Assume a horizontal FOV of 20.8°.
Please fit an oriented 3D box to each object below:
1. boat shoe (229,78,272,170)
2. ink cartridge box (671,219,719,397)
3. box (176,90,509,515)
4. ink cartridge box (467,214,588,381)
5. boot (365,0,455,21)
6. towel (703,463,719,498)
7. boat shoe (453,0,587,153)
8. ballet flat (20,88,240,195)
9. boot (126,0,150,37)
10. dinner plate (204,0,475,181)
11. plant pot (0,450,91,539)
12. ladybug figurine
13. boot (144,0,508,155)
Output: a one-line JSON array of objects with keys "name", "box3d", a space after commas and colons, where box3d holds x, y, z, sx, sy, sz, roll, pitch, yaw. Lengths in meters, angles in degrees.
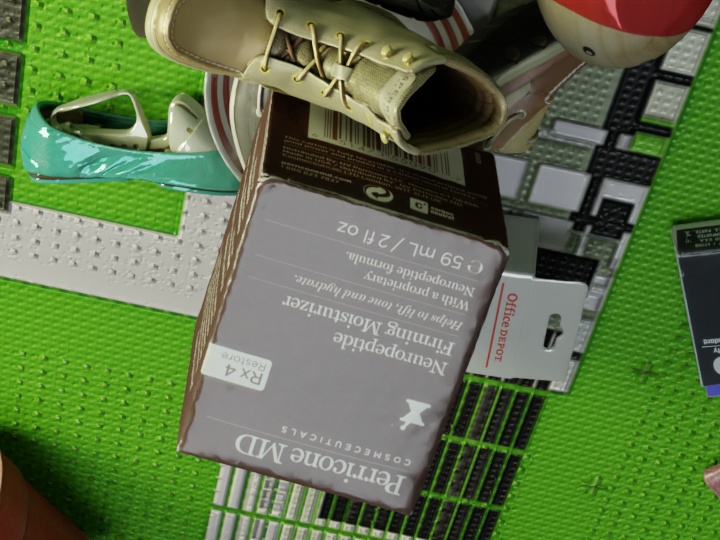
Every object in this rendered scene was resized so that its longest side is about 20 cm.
[{"name": "boat shoe", "box3d": [-0.047, -0.135, 1.321, 0.057, 0.066, 0.202, 23, 122, 45]}, {"name": "ink cartridge box", "box3d": [0.353, 0.035, 1.519, 0.196, 0.044, 0.201, -8, 134, 14]}, {"name": "box", "box3d": [-0.013, 0.017, 1.277, 0.164, 0.165, 0.202, 15, 113, -7]}, {"name": "ink cartridge box", "box3d": [0.072, 0.014, 1.517, 0.198, 0.068, 0.117, 9, 135, 1]}, {"name": "boot", "box3d": [-0.010, -0.250, 1.245, 0.198, 0.132, 0.068, 19, 173, -18]}, {"name": "towel", "box3d": [0.411, 0.175, 1.661, 0.199, 0.023, 0.144, -29, 122, 28]}, {"name": "boat shoe", "box3d": [0.092, -0.118, 1.358, 0.199, 0.076, 0.074, -31, 121, 9]}, {"name": "ballet flat", "box3d": [-0.154, -0.097, 1.444, 0.198, 0.068, 0.071, 3, 120, 2]}, {"name": "boot", "box3d": [-0.098, -0.243, 1.307, 0.075, 0.074, 0.201, -4, 138, -28]}, {"name": "dinner plate", "box3d": [-0.012, -0.131, 1.382, 0.198, 0.024, 0.202, -3, 114, -8]}, {"name": "plant pot", "box3d": [-0.330, 0.268, 1.742, 0.199, 0.202, 0.195, -22, 136, 26]}, {"name": "ladybug figurine", "box3d": [0.182, -0.217, 1.244, 0.134, 0.072, 0.202, 4, 116, -14]}, {"name": "boot", "box3d": [-0.020, -0.129, 1.215, 0.198, 0.155, 0.073, 9, 108, -34]}]
